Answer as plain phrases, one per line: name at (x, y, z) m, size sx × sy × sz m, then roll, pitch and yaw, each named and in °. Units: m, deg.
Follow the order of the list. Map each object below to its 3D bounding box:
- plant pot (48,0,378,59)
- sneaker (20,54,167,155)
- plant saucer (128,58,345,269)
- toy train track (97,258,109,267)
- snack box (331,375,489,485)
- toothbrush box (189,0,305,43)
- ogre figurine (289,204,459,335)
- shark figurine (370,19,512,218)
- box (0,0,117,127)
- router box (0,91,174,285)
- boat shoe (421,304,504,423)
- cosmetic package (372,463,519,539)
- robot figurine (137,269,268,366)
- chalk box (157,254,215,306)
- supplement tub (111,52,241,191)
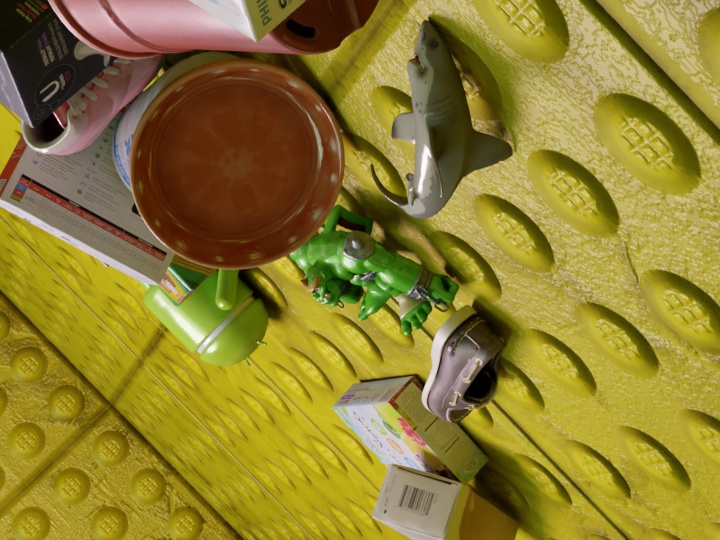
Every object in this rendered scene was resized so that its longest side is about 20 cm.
plant pot at (-0.095, -0.240, 1.003) m, size 0.195 × 0.201 × 0.201 m, roll 16°, pitch 147°, yaw 39°
sneaker at (-0.262, -0.192, 1.383) m, size 0.075 × 0.200 × 0.105 m, roll 41°, pitch -162°, yaw 4°
plant saucer at (-0.114, -0.099, 1.302) m, size 0.200 × 0.200 × 0.032 m, roll 55°, pitch -178°, yaw -26°
toy train track at (-0.301, -0.027, 1.681) m, size 0.115 × 0.033 × 0.200 m, roll 47°, pitch 162°, yaw -4°
snack box at (0.058, 0.202, 1.750) m, size 0.142 × 0.053 × 0.200 m, roll 49°, pitch 160°, yaw -9°
toothbrush box at (-0.033, -0.255, 0.805) m, size 0.086 × 0.200 × 0.146 m, roll 34°, pitch 158°, yaw 29°
ogre figurine at (0.000, 0.000, 1.417) m, size 0.120 × 0.098 × 0.200 m, roll 35°, pitch -178°, yaw -26°
shark figurine at (0.073, -0.085, 1.125) m, size 0.215 × 0.089 × 0.128 m, roll 101°, pitch 156°, yaw -58°
box at (-0.276, -0.252, 1.299) m, size 0.106 × 0.200 × 0.122 m, roll 38°, pitch 159°, yaw 19°
router box at (-0.268, -0.107, 1.517) m, size 0.200 × 0.180 × 0.049 m, roll 31°, pitch 167°, yaw -25°
boat shoe at (0.109, 0.110, 1.442) m, size 0.060 × 0.072 × 0.200 m, roll 41°, pitch 155°, yaw 22°
cosmetic package at (0.107, 0.304, 1.712) m, size 0.105 × 0.071 × 0.200 m, roll 12°, pitch 164°, yaw 30°
robot figurine at (-0.208, 0.045, 1.880) m, size 0.200 × 0.116 × 0.175 m, roll 44°, pitch 149°, yaw 2°
chalk box at (-0.239, -0.076, 1.692) m, size 0.200 × 0.125 × 0.124 m, roll 46°, pitch 161°, yaw -5°
supplement tub at (-0.169, -0.137, 1.419) m, size 0.132 × 0.132 × 0.200 m, roll 49°, pitch 161°, yaw -10°
